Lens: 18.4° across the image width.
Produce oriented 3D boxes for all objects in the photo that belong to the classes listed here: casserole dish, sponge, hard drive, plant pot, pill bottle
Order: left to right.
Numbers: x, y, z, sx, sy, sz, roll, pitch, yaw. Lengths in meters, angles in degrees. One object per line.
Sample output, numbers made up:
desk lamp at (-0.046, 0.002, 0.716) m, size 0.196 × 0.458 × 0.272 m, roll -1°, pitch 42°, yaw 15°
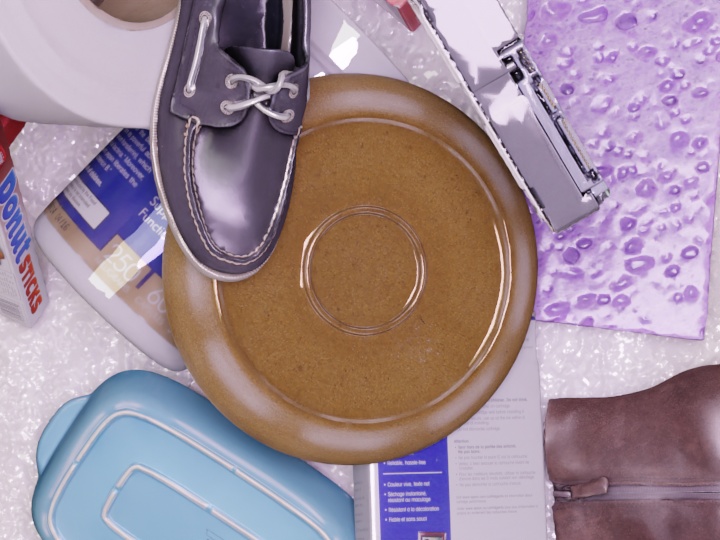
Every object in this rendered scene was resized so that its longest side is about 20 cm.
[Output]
casserole dish at (-0.087, 0.140, 1.188) m, size 0.200 × 0.039 × 0.121 m, roll 33°, pitch 97°, yaw 0°
pill bottle at (-0.069, -0.053, 1.187) m, size 0.116 × 0.116 × 0.200 m, roll 44°, pitch 91°, yaw 10°
plant pot at (0.000, 0.000, 1.128) m, size 0.199 × 0.027 × 0.201 m, roll -1°, pitch 92°, yaw -16°
hard drive at (0.066, -0.097, 1.086) m, size 0.038 × 0.200 × 0.140 m, roll -31°, pitch 99°, yaw 5°
sponge at (0.139, -0.066, 1.203) m, size 0.111 × 0.030 × 0.201 m, roll 5°, pitch 85°, yaw 10°

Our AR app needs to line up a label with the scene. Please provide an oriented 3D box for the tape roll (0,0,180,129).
tape roll at (-0.132, -0.170, 1.096) m, size 0.071 × 0.202 × 0.204 m, roll 5°, pitch 83°, yaw 43°

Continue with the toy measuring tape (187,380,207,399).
toy measuring tape at (-0.015, 0.027, 1.191) m, size 0.200 × 0.074 × 0.074 m, roll -42°, pitch 80°, yaw 2°

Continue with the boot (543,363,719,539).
boot at (0.189, 0.149, 1.164) m, size 0.166 × 0.072 × 0.201 m, roll -11°, pitch 83°, yaw 19°

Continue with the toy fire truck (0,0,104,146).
toy fire truck at (-0.143, -0.152, 1.196) m, size 0.049 × 0.141 × 0.200 m, roll 33°, pitch 89°, yaw 10°

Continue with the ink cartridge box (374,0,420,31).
ink cartridge box at (0.047, -0.247, 1.218) m, size 0.116 × 0.067 × 0.200 m, roll 41°, pitch 92°, yaw 11°

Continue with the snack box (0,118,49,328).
snack box at (-0.210, -0.037, 1.165) m, size 0.072 × 0.200 × 0.024 m, roll 25°, pitch 64°, yaw 13°

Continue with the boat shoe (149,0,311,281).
boat shoe at (-0.058, -0.096, 1.067) m, size 0.072 × 0.063 × 0.201 m, roll 4°, pitch 86°, yaw -16°

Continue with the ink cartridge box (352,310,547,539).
ink cartridge box at (0.047, 0.122, 1.174) m, size 0.099 × 0.039 × 0.201 m, roll 1°, pitch 84°, yaw -15°
